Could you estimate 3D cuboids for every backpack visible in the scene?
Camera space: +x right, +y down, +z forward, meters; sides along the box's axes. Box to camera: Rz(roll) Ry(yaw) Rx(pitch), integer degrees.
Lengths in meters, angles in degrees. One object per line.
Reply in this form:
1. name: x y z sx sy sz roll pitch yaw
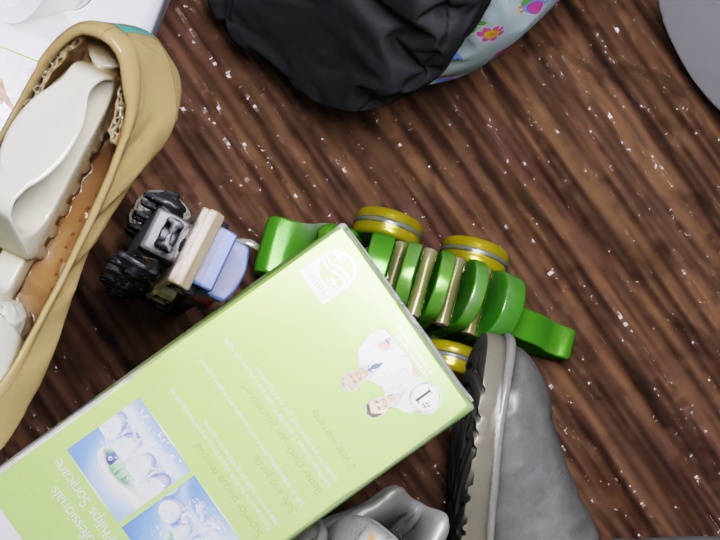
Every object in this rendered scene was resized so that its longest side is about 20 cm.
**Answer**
1. backpack: 0.047 -0.165 0.997 0.127 0.167 0.200 47 60 -7

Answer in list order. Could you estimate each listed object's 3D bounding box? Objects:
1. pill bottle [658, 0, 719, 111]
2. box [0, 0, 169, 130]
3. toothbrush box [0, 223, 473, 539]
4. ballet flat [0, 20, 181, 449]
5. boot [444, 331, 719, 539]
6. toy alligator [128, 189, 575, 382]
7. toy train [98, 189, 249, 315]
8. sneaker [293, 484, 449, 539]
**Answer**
1. pill bottle: 0.236 -0.148 1.039 0.200 0.114 0.114 -34 85 -16
2. box: -0.189 -0.096 0.956 0.199 0.097 0.177 20 74 -5
3. toothbrush box: -0.065 0.075 0.890 0.200 0.146 0.086 -37 90 -2
4. ballet flat: -0.135 -0.006 0.866 0.068 0.063 0.201 26 86 13
5. boot: 0.135 0.118 0.975 0.199 0.073 0.183 2 96 -3
6. toy alligator: 0.000 0.000 0.990 0.199 0.054 0.060 18 74 -6
7. toy train: -0.072 -0.002 0.903 0.046 0.200 0.034 28 83 -6
8. sneaker: -0.028 0.135 0.880 0.076 0.200 0.092 40 118 4
